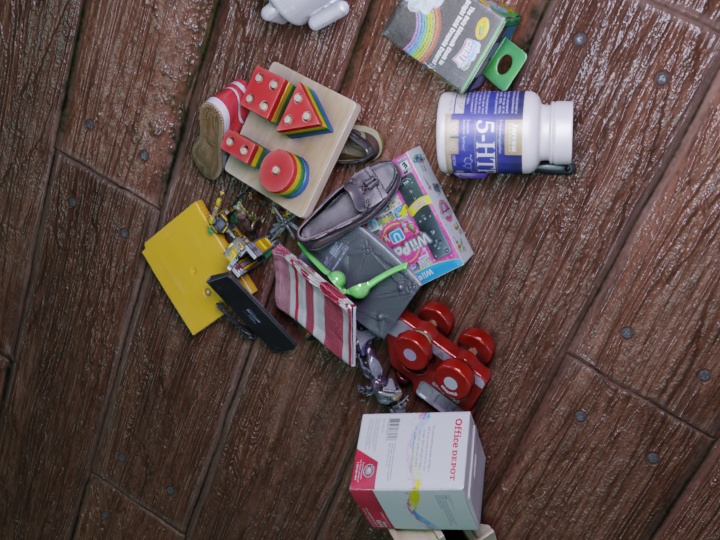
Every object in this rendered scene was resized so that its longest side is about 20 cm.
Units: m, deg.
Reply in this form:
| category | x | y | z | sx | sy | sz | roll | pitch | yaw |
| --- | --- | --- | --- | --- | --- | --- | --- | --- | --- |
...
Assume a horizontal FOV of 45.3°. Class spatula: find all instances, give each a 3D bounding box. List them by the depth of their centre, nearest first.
| category | x | y | z | sx | sy | sz | roll | pitch | yaw |
| --- | --- | --- | --- | --- | --- | --- | --- | --- | --- |
| spatula | 0.238 | -0.166 | 1.352 | 0.195 | 0.021 | 0.058 | 8 | 105 | 20 |

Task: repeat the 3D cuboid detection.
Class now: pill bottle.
| category | x | y | z | sx | sy | sz | roll | pitch | yaw |
| --- | --- | --- | --- | --- | --- | --- | --- | --- | --- |
| pill bottle | 0.217 | -0.206 | 1.289 | 0.195 | 0.120 | 0.123 | 2 | 107 | 14 |

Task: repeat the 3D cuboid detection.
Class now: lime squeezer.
| category | x | y | z | sx | sy | sz | roll | pitch | yaw |
| --- | --- | --- | --- | --- | --- | --- | --- | --- | --- |
| lime squeezer | -0.021 | 0.005 | 1.390 | 0.196 | 0.038 | 0.072 | 12 | 109 | 23 |

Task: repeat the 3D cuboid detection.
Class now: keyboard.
| category | x | y | z | sx | sy | sz | roll | pitch | yaw |
| --- | --- | --- | --- | --- | --- | --- | --- | --- | --- |
| keyboard | -0.207 | 0.080 | 1.582 | 0.126 | 0.021 | 0.201 | -14 | 125 | 45 |

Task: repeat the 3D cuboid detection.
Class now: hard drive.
| category | x | y | z | sx | sy | sz | roll | pitch | yaw |
| --- | --- | --- | --- | --- | --- | --- | --- | --- | --- |
| hard drive | 0.000 | 0.000 | 1.424 | 0.199 | 0.042 | 0.136 | 40 | 117 | 10 |

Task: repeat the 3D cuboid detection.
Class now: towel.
| category | x | y | z | sx | sy | sz | roll | pitch | yaw |
| --- | --- | --- | --- | --- | --- | --- | --- | --- | --- |
| towel | -0.080 | 0.061 | 1.453 | 0.199 | 0.023 | 0.146 | 37 | 143 | 33 |

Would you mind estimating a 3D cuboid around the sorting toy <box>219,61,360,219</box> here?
| category | x | y | z | sx | sy | sz | roll | pitch | yaw |
| --- | --- | --- | --- | --- | --- | --- | --- | --- | --- |
| sorting toy | -0.128 | -0.221 | 1.404 | 0.197 | 0.069 | 0.203 | 31 | 98 | 31 |

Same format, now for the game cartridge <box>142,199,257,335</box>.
| category | x | y | z | sx | sy | sz | roll | pitch | yaw |
| --- | --- | --- | --- | --- | --- | --- | --- | --- | --- |
| game cartridge | -0.308 | -0.004 | 1.638 | 0.175 | 0.032 | 0.203 | -32 | 90 | 28 |

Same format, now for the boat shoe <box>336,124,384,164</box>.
| category | x | y | z | sx | sy | sz | roll | pitch | yaw |
| --- | --- | --- | --- | --- | --- | --- | --- | --- | --- |
| boat shoe | -0.060 | -0.219 | 1.439 | 0.195 | 0.065 | 0.075 | 8 | 110 | 21 |

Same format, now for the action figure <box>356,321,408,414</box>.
| category | x | y | z | sx | sy | sz | roll | pitch | yaw |
| --- | --- | --- | --- | --- | --- | --- | --- | --- | --- |
| action figure | 0.023 | 0.181 | 1.508 | 0.203 | 0.069 | 0.130 | 60 | 154 | 1 |

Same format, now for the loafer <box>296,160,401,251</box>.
| category | x | y | z | sx | sy | sz | roll | pitch | yaw |
| --- | --- | --- | --- | --- | --- | --- | --- | --- | --- |
| loafer | -0.018 | -0.101 | 1.360 | 0.199 | 0.063 | 0.072 | -38 | 80 | 8 |

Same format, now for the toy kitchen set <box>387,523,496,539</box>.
| category | x | y | z | sx | sy | sz | roll | pitch | yaw |
| --- | --- | --- | --- | --- | --- | --- | --- | --- | --- |
| toy kitchen set | 0.136 | 0.465 | 1.579 | 0.161 | 0.181 | 0.202 | -29 | 134 | -8 |

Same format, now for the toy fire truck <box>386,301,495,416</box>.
| category | x | y | z | sx | sy | sz | roll | pitch | yaw |
| --- | --- | --- | --- | --- | --- | --- | --- | --- | --- |
| toy fire truck | 0.125 | 0.163 | 1.466 | 0.198 | 0.112 | 0.170 | 33 | 135 | 12 |

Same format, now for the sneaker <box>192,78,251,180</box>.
| category | x | y | z | sx | sy | sz | roll | pitch | yaw |
| --- | --- | --- | --- | --- | --- | --- | --- | --- | --- |
| sneaker | -0.233 | -0.249 | 1.514 | 0.071 | 0.113 | 0.201 | 36 | 147 | 6 |

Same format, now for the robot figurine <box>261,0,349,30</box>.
| category | x | y | z | sx | sy | sz | roll | pitch | yaw |
| --- | --- | --- | --- | --- | --- | --- | --- | --- | --- |
| robot figurine | -0.075 | -0.462 | 1.342 | 0.197 | 0.112 | 0.173 | -27 | 88 | 28 |

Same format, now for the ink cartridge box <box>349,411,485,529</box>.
| category | x | y | z | sx | sy | sz | roll | pitch | yaw |
| --- | --- | --- | --- | --- | --- | --- | --- | --- | --- |
| ink cartridge box | 0.103 | 0.340 | 1.459 | 0.195 | 0.147 | 0.146 | -5 | 137 | 20 |

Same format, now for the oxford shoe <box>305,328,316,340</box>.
| category | x | y | z | sx | sy | sz | roll | pitch | yaw |
| --- | --- | --- | --- | --- | --- | --- | --- | --- | --- |
| oxford shoe | -0.036 | 0.048 | 1.522 | 0.200 | 0.071 | 0.072 | -46 | 66 | 23 |

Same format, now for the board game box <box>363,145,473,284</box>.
| category | x | y | z | sx | sy | sz | roll | pitch | yaw |
| --- | --- | --- | --- | --- | --- | --- | --- | --- | --- |
| board game box | 0.076 | -0.078 | 1.427 | 0.146 | 0.064 | 0.203 | -27 | 95 | 29 |

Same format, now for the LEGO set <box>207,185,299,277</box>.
| category | x | y | z | sx | sy | sz | roll | pitch | yaw |
| --- | --- | --- | --- | --- | --- | --- | --- | --- | --- |
| LEGO set | -0.193 | -0.087 | 1.509 | 0.198 | 0.116 | 0.155 | -34 | 91 | 28 |

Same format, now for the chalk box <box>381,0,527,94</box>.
| category | x | y | z | sx | sy | sz | roll | pitch | yaw |
| --- | --- | --- | --- | --- | --- | --- | --- | --- | --- |
| chalk box | 0.154 | -0.348 | 1.275 | 0.199 | 0.124 | 0.126 | 37 | 116 | 7 |
